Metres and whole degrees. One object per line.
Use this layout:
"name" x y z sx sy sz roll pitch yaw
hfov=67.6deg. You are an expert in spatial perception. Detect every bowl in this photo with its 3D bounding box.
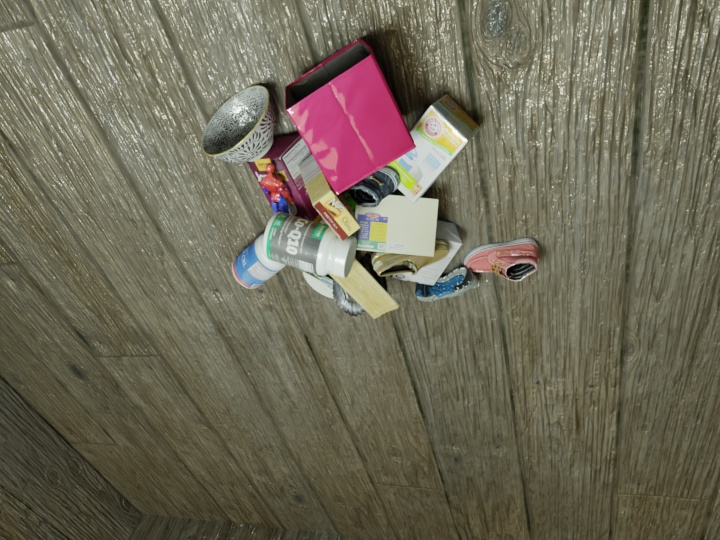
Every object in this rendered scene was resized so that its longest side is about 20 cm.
"bowl" -0.262 -0.316 1.242 0.197 0.205 0.094 -15 141 27

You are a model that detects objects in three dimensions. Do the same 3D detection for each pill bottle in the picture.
"pill bottle" -0.114 -0.055 1.229 0.195 0.114 0.115 15 134 10
"pill bottle" -0.271 -0.039 1.532 0.112 0.113 0.199 40 128 -21

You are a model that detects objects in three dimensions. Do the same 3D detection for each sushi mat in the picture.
"sushi mat" 0.004 0.041 1.330 0.095 0.012 0.200 -25 119 39

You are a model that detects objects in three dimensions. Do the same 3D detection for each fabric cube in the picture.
"fabric cube" -0.024 -0.321 1.112 0.197 0.197 0.201 -29 119 9

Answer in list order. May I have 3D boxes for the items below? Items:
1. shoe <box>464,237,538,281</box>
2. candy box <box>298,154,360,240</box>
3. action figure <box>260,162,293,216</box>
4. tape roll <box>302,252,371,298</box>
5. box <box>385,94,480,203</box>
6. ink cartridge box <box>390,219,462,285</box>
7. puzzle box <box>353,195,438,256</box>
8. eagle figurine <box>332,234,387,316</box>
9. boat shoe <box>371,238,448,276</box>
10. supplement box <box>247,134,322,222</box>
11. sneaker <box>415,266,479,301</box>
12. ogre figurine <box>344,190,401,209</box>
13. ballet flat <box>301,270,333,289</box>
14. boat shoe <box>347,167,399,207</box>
"shoe" 0.358 -0.018 1.380 0.196 0.092 0.072 -14 126 27
"candy box" -0.073 -0.168 1.200 0.055 0.201 0.116 -34 127 8
"action figure" -0.194 -0.167 1.272 0.064 0.052 0.202 15 142 21
"tape roll" -0.063 -0.014 1.521 0.197 0.072 0.206 9 132 9
"box" 0.154 -0.268 1.192 0.112 0.101 0.200 44 131 1
"ink cartridge box" 0.157 -0.039 1.407 0.133 0.077 0.202 10 134 -19
"puzzle box" 0.081 -0.108 1.264 0.195 0.025 0.137 6 91 1
"eagle figurine" 0.001 0.006 1.393 0.148 0.154 0.202 4 146 3
"boat shoe" 0.127 -0.020 1.301 0.195 0.077 0.073 -14 136 -6
"supplement box" -0.168 -0.218 1.325 0.129 0.104 0.202 6 136 39
"sneaker" 0.242 0.049 1.494 0.197 0.077 0.086 -14 158 40
"ogre figurine" 0.041 -0.153 1.349 0.117 0.099 0.203 -5 127 25
"ballet flat" -0.082 0.004 1.450 0.197 0.075 0.075 26 133 -10
"boat shoe" -0.013 -0.205 1.225 0.197 0.091 0.072 20 142 36
